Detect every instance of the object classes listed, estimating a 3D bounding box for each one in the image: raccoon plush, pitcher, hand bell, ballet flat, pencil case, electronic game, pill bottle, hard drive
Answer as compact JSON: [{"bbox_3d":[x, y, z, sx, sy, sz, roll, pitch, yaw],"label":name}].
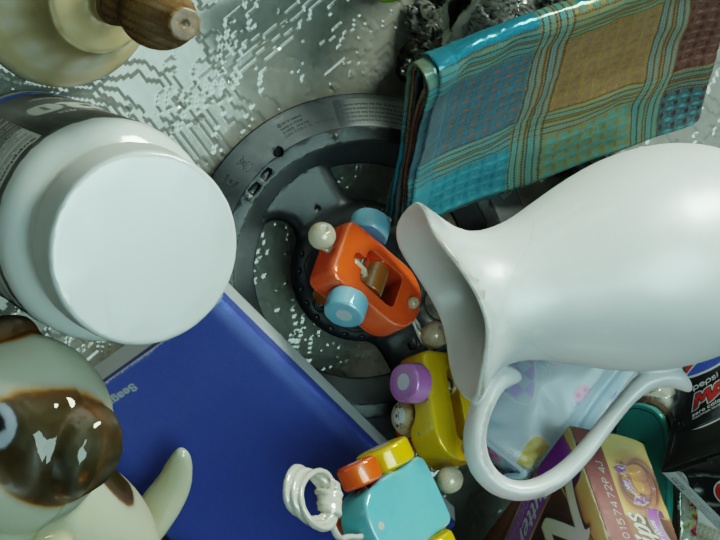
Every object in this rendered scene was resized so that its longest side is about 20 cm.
[{"bbox_3d":[0.114,-0.113,1.447,0.200,0.134,0.097,28,87,-25],"label":"raccoon plush"},{"bbox_3d":[0.136,0.025,1.397,0.200,0.121,0.172,-13,98,-16],"label":"pitcher"},{"bbox_3d":[-0.121,-0.135,1.303,0.104,0.200,0.104,-4,101,-23],"label":"hand bell"},{"bbox_3d":[0.181,0.163,1.544,0.064,0.076,0.200,-11,113,-52],"label":"ballet flat"},{"bbox_3d":[0.138,0.036,1.505,0.200,0.091,0.083,-48,149,-3],"label":"pencil case"},{"bbox_3d":[0.000,0.000,1.453,0.200,0.042,0.200,-1,94,-8],"label":"electronic game"},{"bbox_3d":[-0.142,-0.027,1.313,0.114,0.200,0.114,-5,102,-23],"label":"pill bottle"},{"bbox_3d":[-0.061,0.109,1.439,0.132,0.025,0.200,-35,116,20],"label":"hard drive"}]

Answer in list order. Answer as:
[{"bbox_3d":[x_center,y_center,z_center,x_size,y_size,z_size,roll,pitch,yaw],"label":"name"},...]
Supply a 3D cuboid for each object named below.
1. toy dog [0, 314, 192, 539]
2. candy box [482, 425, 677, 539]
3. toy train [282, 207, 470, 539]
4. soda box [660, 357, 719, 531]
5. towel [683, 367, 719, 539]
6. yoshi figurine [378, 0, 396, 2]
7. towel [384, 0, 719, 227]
[{"bbox_3d":[-0.167,0.121,1.312,0.194,0.140,0.200,-21,142,-16],"label":"toy dog"},{"bbox_3d":[0.104,0.199,1.462,0.056,0.117,0.200,14,128,-25],"label":"candy box"},{"bbox_3d":[0.001,0.074,1.386,0.150,0.056,0.200,36,49,-30],"label":"toy train"},{"bbox_3d":[0.237,0.055,1.516,0.071,0.063,0.200,45,43,-24],"label":"soda box"},{"bbox_3d":[0.191,0.122,1.587,0.147,0.024,0.200,22,91,-26],"label":"towel"},{"bbox_3d":[0.012,-0.248,1.401,0.112,0.112,0.200,9,98,-9],"label":"yoshi figurine"},{"bbox_3d":[0.111,-0.096,1.391,0.200,0.022,0.147,-21,149,-19],"label":"towel"}]
